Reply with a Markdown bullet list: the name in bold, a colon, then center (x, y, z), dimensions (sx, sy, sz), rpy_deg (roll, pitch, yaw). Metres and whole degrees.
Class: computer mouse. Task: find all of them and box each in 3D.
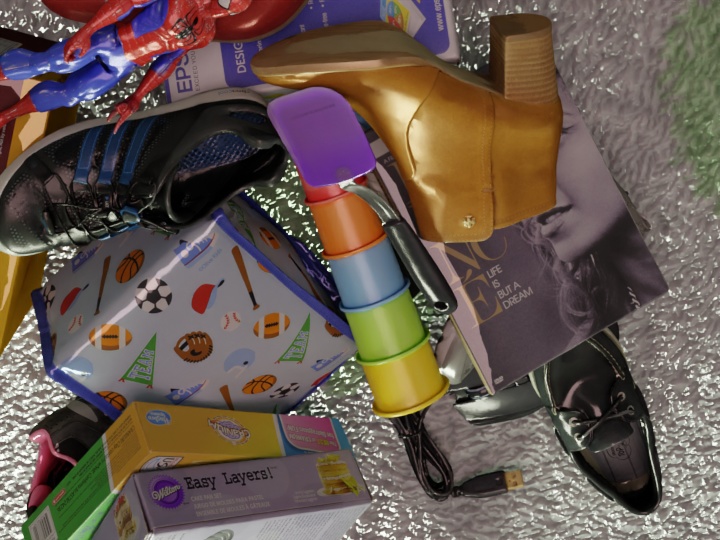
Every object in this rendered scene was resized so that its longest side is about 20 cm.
- **computer mouse**: center (0.117, 0.108, 1.018), dimensions (0.197, 0.046, 0.142), rpy_deg (-19, 106, 5)

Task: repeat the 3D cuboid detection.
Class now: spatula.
- **spatula**: center (0.012, -0.038, 0.841), dimensions (0.056, 0.021, 0.200), rpy_deg (-14, 133, 31)

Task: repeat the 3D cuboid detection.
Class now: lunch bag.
- **lunch bag**: center (-0.108, 0.040, 0.950), dimensions (0.170, 0.124, 0.200), rpy_deg (-40, 127, 11)

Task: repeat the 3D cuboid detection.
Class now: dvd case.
- **dvd case**: center (0.107, -0.039, 0.912), dimensions (0.147, 0.016, 0.202), rpy_deg (-29, 93, -6)

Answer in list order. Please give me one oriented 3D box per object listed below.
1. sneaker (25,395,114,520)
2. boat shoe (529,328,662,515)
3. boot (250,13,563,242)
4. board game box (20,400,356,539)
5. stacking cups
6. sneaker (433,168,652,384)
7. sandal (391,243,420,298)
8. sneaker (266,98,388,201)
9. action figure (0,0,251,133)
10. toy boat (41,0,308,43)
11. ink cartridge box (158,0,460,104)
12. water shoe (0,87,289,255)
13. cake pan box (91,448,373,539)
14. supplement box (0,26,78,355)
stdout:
- **sneaker**: center (-0.218, 0.182, 0.995), dimensions (0.078, 0.095, 0.203), rpy_deg (19, 118, 27)
- **boat shoe**: center (0.180, 0.113, 0.977), dimensions (0.074, 0.066, 0.201), rpy_deg (-24, 128, -1)
- **boot**: center (0.033, -0.083, 0.842), dimensions (0.198, 0.071, 0.146), rpy_deg (-5, 121, -4)
- **board game box**: center (-0.121, 0.161, 0.955), dimensions (0.199, 0.041, 0.153), rpy_deg (11, 132, -46)
- **stacking cups**: center (0.000, 0.000, 0.913), dimensions (0.060, 0.061, 0.202), rpy_deg (-21, 103, 6)
- **sneaker**: center (0.129, 0.013, 0.956), dimensions (0.082, 0.075, 0.200), rpy_deg (41, 97, 5)
- **sandal**: center (0.086, -0.044, 0.952), dimensions (0.200, 0.075, 0.045), rpy_deg (-46, 60, 10)
- **sneaker**: center (-0.033, -0.118, 0.936), dimensions (0.199, 0.072, 0.073), rpy_deg (33, 84, -9)
- **action figure**: center (-0.152, -0.126, 0.783), dimensions (0.198, 0.052, 0.066), rpy_deg (-25, 136, 11)
- **toy boat**: center (-0.118, -0.216, 0.797), dimensions (0.197, 0.131, 0.133), rpy_deg (8, 89, 4)
- **ink cartridge box**: center (-0.044, -0.219, 0.880), dimensions (0.197, 0.047, 0.201), rpy_deg (-8, 88, 5)
- **water shoe**: center (-0.141, -0.057, 0.823), dimensions (0.198, 0.079, 0.072), rpy_deg (-25, 126, -5)
- **cake pan box**: center (-0.111, 0.210, 0.946), dimensions (0.182, 0.053, 0.201), rpy_deg (0, 140, -35)
- **supplement box**: center (-0.313, -0.073, 0.906), dimensions (0.197, 0.133, 0.200), rpy_deg (15, 107, -6)
